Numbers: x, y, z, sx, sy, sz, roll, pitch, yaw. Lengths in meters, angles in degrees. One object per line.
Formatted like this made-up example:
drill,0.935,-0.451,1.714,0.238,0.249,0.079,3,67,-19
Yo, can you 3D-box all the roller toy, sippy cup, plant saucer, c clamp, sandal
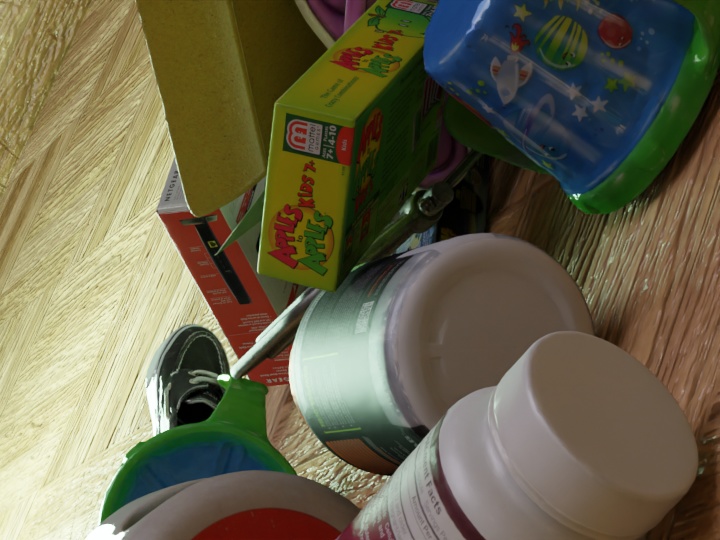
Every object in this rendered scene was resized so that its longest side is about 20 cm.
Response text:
roller toy,-0.066,0.202,1.405,0.140,0.182,0.201,-22,42,65
sippy cup,0.110,-0.121,1.465,0.178,0.130,0.140,-55,17,21
plant saucer,-0.051,-0.160,1.684,0.200,0.048,0.201,-48,-39,-36
c clamp,0.000,0.000,1.624,0.171,0.027,0.200,-42,0,-35
sippy cup,-0.103,0.165,1.715,0.177,0.140,0.130,-37,2,-8
sandal,0.021,-0.142,1.632,0.082,0.204,0.050,-32,15,-17

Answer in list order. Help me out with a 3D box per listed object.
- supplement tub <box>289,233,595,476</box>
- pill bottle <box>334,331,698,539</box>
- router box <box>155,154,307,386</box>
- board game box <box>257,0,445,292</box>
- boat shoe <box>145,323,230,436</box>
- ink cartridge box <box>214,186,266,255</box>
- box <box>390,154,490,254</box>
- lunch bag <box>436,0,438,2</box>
supplement tub,0.037,0.049,1.452,0.123,0.122,0.200,-65,16,-13
pill bottle,0.062,0.127,1.252,0.200,0.114,0.115,-50,19,35
router box,-0.065,-0.052,1.869,0.049,0.180,0.201,-6,44,22
board game box,0.000,-0.076,1.510,0.200,0.047,0.102,-52,-28,-61
boat shoe,-0.116,0.109,1.956,0.064,0.070,0.201,-50,27,39
ink cartridge box,-0.007,-0.078,1.776,0.146,0.048,0.200,-52,-1,27
box,0.030,-0.007,1.724,0.137,0.040,0.201,-53,18,33
lunch bag,0.027,-0.255,1.842,0.167,0.199,0.140,-22,38,58
